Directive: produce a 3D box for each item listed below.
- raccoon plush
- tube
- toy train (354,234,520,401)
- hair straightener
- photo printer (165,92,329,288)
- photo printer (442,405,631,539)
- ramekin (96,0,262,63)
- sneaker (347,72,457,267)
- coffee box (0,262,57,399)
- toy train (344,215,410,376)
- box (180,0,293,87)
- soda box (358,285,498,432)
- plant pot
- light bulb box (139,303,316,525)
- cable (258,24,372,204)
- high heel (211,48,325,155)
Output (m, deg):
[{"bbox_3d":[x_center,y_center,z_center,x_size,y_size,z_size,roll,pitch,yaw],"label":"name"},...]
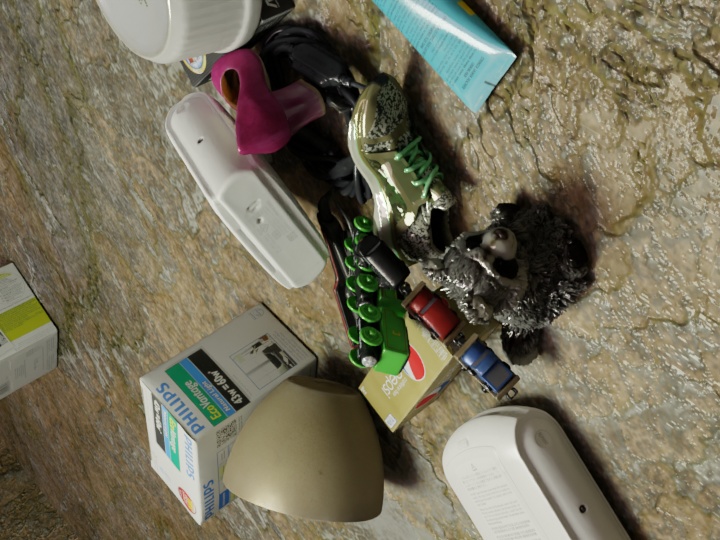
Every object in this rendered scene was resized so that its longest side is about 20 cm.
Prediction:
[{"bbox_3d":[0.117,0.039,0.891,0.096,0.133,0.203,27,137,40],"label":"raccoon plush"},{"bbox_3d":[0.043,-0.222,0.869,0.201,0.050,0.078,49,153,9],"label":"tube"},{"bbox_3d":[0.070,0.041,0.961,0.200,0.034,0.046,45,170,5],"label":"toy train"},{"bbox_3d":[0.000,0.000,1.145,0.076,0.041,0.203,15,124,50],"label":"hair straightener"},{"bbox_3d":[-0.124,-0.091,1.120,0.167,0.069,0.200,52,180,-42],"label":"photo printer"},{"bbox_3d":[0.169,0.230,1.050,0.202,0.069,0.166,58,151,4],"label":"photo printer"},{"bbox_3d":[-0.190,-0.294,1.020,0.202,0.094,0.205,37,143,34],"label":"ramekin"},{"bbox_3d":[0.052,-0.086,0.962,0.088,0.077,0.202,15,136,38],"label":"sneaker"},{"bbox_3d":[-0.797,0.143,2.317,0.199,0.199,0.200,51,149,15],"label":"coffee box"},{"bbox_3d":[0.017,0.020,1.017,0.202,0.055,0.042,-92,23,-49],"label":"toy train"},{"bbox_3d":[-0.162,-0.301,1.109,0.199,0.044,0.162,-19,99,60],"label":"box"},{"bbox_3d":[0.065,0.088,1.084,0.064,0.067,0.201,51,150,14],"label":"soda box"},{"bbox_3d":[-0.058,0.205,1.287,0.199,0.198,0.137,15,95,51],"label":"plant pot"},{"bbox_3d":[-0.171,0.189,1.402,0.124,0.199,0.200,40,145,29],"label":"light bulb box"},{"bbox_3d":[-0.039,-0.156,1.057,0.199,0.050,0.165,35,150,42],"label":"cable"},{"bbox_3d":[-0.120,-0.159,1.029,0.199,0.095,0.068,34,148,46],"label":"high heel"}]
